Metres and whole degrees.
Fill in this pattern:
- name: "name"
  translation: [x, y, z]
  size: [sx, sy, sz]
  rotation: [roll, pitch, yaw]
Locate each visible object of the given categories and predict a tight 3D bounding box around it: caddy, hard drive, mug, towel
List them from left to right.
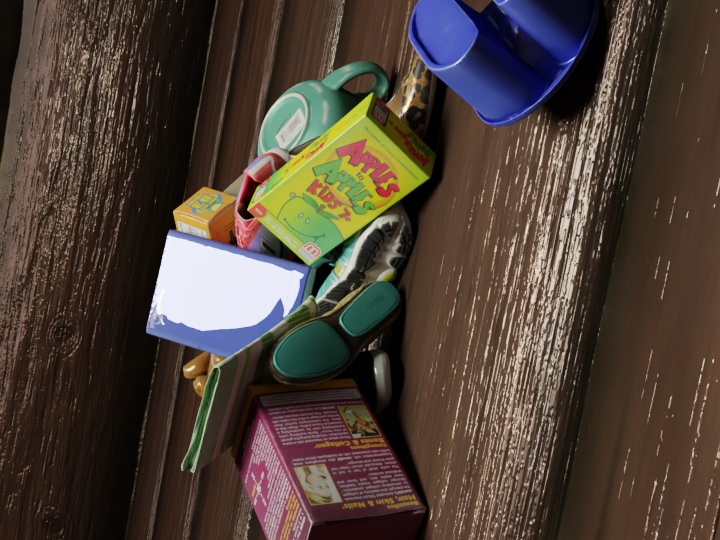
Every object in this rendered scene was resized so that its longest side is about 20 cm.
- name: "hard drive"
  translation: [-0.160, 0.038, 1.412]
  size: [0.025, 0.198, 0.133]
  rotation: [7, -83, -68]
- name: "towel"
  translation: [-0.116, 0.121, 1.263]
  size: [0.200, 0.023, 0.154]
  rotation: [-34, -30, -53]
- name: "mug"
  translation: [-0.054, -0.176, 1.467]
  size: [0.151, 0.114, 0.187]
  rotation: [-3, 71, 45]
- name: "caddy"
  translation: [0.126, -0.207, 0.996]
  size: [0.142, 0.104, 0.201]
  rotation: [-51, 26, 17]

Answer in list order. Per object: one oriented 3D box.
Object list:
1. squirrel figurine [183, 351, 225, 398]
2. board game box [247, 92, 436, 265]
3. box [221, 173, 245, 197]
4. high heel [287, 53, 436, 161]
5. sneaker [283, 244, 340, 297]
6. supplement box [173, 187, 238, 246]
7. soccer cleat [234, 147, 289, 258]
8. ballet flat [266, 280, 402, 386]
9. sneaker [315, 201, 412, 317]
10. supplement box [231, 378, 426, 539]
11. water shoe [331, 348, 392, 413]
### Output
- name: "squirrel figurine"
  translation: [-0.112, 0.154, 1.484]
  size: [0.142, 0.199, 0.187]
  rotation: [-53, 38, 17]
- name: "board game box"
  translation: [-0.023, -0.098, 1.293]
  size: [0.199, 0.101, 0.048]
  rotation: [-35, 23, 35]
- name: "box"
  translation: [-0.114, -0.101, 1.583]
  size: [0.200, 0.094, 0.078]
  rotation: [-50, -11, -39]
- name: "high heel"
  translation: [0.003, -0.175, 1.307]
  size: [0.072, 0.141, 0.202]
  rotation: [-86, 12, -59]
- name: "sneaker"
  translation: [-0.043, -0.026, 1.511]
  size: [0.120, 0.084, 0.201]
  rotation: [23, 70, 37]
- name: "supplement box"
  translation: [-0.185, -0.005, 1.516]
  size: [0.066, 0.068, 0.202]
  rotation: [-42, -38, -39]
- name: "soccer cleat"
  translation: [-0.130, -0.056, 1.425]
  size: [0.068, 0.073, 0.201]
  rotation: [35, 129, 23]
- name: "ballet flat"
  translation: [-0.031, 0.079, 1.268]
  size: [0.070, 0.199, 0.071]
  rotation: [26, 133, 31]
- name: "sneaker"
  translation: [0.000, 0.000, 1.358]
  size: [0.201, 0.077, 0.080]
  rotation: [-55, 27, 28]
- name: "supplement box"
  translation: [-0.038, 0.216, 1.203]
  size: [0.201, 0.130, 0.104]
  rotation: [58, 139, 46]
- name: "water shoe"
  translation: [-0.024, 0.131, 1.338]
  size: [0.200, 0.078, 0.072]
  rotation: [161, 106, -70]
